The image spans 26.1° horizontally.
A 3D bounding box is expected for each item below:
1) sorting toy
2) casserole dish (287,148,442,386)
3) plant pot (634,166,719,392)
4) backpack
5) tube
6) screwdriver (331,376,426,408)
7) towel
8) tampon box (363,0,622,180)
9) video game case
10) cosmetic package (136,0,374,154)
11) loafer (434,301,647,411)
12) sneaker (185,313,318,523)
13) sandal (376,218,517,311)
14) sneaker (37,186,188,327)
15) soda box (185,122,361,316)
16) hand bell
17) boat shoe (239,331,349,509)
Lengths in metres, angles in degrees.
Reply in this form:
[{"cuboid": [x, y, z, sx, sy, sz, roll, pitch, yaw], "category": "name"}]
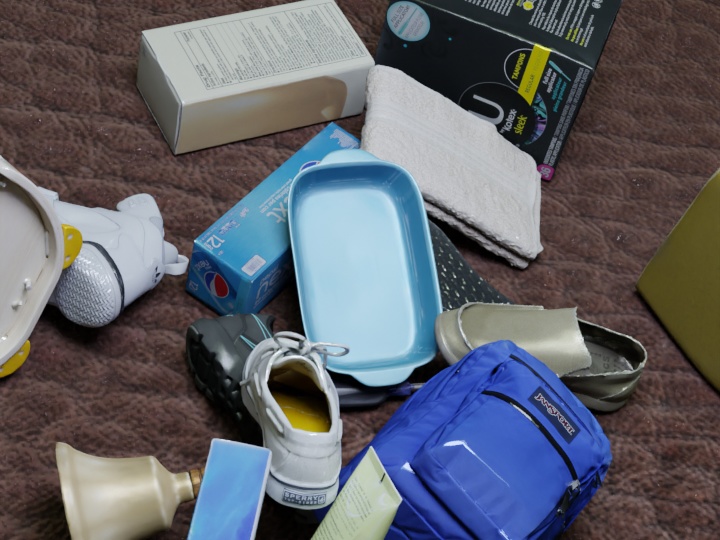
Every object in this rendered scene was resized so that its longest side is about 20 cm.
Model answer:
[{"cuboid": [-0.323, -0.024, 1.227, 0.107, 0.200, 0.180, 15, 19, -48], "category": "sorting toy"}, {"cuboid": [0.000, 0.000, 1.284, 0.121, 0.039, 0.201, -5, 77, -18], "category": "casserole dish"}, {"cuboid": [0.390, 0.025, 1.329, 0.194, 0.196, 0.200, -14, 63, -23], "category": "plant pot"}, {"cuboid": [0.098, 0.151, 1.151, 0.163, 0.168, 0.200, 51, 44, 0], "category": "backpack"}, {"cuboid": [-0.028, 0.221, 1.055, 0.058, 0.200, 0.052, 33, 12, 25], "category": "tube"}, {"cuboid": [0.056, 0.098, 1.290, 0.199, 0.029, 0.028, 0, 50, -18], "category": "screwdriver"}, {"cuboid": [0.085, -0.094, 1.402, 0.200, 0.034, 0.133, 28, 43, -24], "category": "towel"}, {"cuboid": [0.124, -0.209, 1.482, 0.200, 0.150, 0.126, 21, 48, 6], "category": "tampon box"}, {"cuboid": [-0.107, 0.243, 1.019, 0.045, 0.181, 0.200, 12, 48, -1], "category": "video game case"}, {"cuboid": [-0.099, -0.185, 1.461, 0.200, 0.071, 0.105, -14, 55, -24], "category": "cosmetic package"}, {"cuboid": [0.152, 0.061, 1.278, 0.200, 0.068, 0.076, 13, 47, -28], "category": "loafer"}, {"cuboid": [-0.064, 0.106, 1.219, 0.079, 0.075, 0.200, -15, 56, -28], "category": "sneaker"}, {"cuboid": [0.073, 0.024, 1.347, 0.200, 0.048, 0.075, 43, 52, 7], "category": "sandal"}, {"cuboid": [-0.240, -0.029, 1.298, 0.200, 0.075, 0.115, 33, 37, 28], "category": "sneaker"}, {"cuboid": [-0.063, -0.042, 1.349, 0.064, 0.068, 0.200, 35, 51, 15], "category": "soda box"}, {"cuboid": [-0.111, 0.154, 1.122, 0.199, 0.104, 0.104, -11, 53, -8], "category": "hand bell"}, {"cuboid": [-0.046, 0.080, 1.114, 0.074, 0.086, 0.202, 7, 24, -8], "category": "boat shoe"}]
